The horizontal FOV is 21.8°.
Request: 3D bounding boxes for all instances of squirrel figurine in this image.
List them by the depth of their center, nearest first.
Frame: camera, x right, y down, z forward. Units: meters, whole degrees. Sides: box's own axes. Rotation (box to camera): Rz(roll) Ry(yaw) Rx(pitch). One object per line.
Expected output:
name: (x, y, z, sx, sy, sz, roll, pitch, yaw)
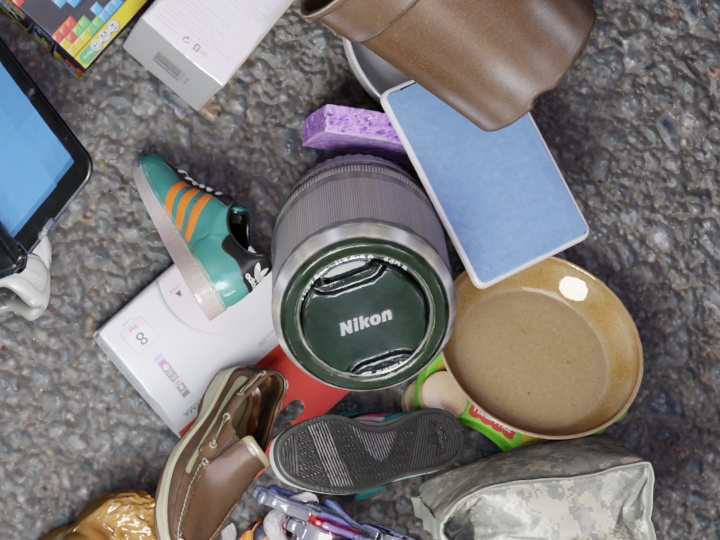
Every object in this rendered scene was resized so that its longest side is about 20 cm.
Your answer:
squirrel figurine: (-0.201, 0.300, 1.636, 0.200, 0.141, 0.187, -45, 103, -12)

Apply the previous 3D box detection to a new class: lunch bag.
lunch bag: (0.151, 0.217, 1.660, 0.199, 0.164, 0.118, -6, 95, -5)

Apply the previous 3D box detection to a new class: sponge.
sponge: (0.050, -0.120, 1.758, 0.199, 0.112, 0.030, 9, 84, -14)

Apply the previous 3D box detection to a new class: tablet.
tablet: (0.114, -0.095, 1.702, 0.130, 0.014, 0.201, -25, 85, -21)

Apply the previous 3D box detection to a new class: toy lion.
toy lion: (0.164, 0.100, 1.796, 0.199, 0.069, 0.192, 31, 70, -10)

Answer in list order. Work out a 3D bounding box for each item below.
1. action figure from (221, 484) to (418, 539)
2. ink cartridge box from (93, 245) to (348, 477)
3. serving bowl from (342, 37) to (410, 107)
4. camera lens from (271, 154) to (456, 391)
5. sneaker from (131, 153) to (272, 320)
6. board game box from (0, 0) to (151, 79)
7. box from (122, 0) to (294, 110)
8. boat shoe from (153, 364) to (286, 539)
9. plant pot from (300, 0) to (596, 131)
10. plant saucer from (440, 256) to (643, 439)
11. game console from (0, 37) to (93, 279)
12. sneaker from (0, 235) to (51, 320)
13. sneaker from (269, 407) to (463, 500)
action figure: (-0.024, 0.262, 1.654, 0.199, 0.193, 0.105, 21, 80, -12)
ink cartridge box: (-0.121, 0.081, 1.724, 0.162, 0.057, 0.200, -42, 91, -16)
serving bowl: (0.071, -0.227, 1.796, 0.199, 0.066, 0.201, 3, 79, -16)
camera lens: (0.000, 0.000, 1.662, 0.159, 0.200, 0.161, -1, 116, -2)
sneaker: (-0.141, -0.043, 1.675, 0.080, 0.071, 0.200, -29, 51, -4)
board game box: (-0.252, -0.306, 1.725, 0.165, 0.057, 0.200, 42, 75, -9)
box: (-0.114, -0.261, 1.722, 0.097, 0.124, 0.200, 40, 76, -8)
boat shoe: (-0.117, 0.162, 1.629, 0.075, 0.075, 0.203, 50, 43, -36)
plant pot: (0.085, -0.239, 1.624, 0.198, 0.200, 0.201, 38, 76, -18)
plant saucer: (0.164, 0.075, 1.745, 0.199, 0.035, 0.201, 6, 56, -10)
game console: (-0.356, -0.094, 1.600, 0.170, 0.119, 0.200, -22, 61, -34)
sneaker: (-0.368, 0.010, 1.640, 0.199, 0.075, 0.081, -4, 62, -14)
sneaker: (-0.018, 0.166, 1.695, 0.199, 0.121, 0.084, -2, 77, -36)
